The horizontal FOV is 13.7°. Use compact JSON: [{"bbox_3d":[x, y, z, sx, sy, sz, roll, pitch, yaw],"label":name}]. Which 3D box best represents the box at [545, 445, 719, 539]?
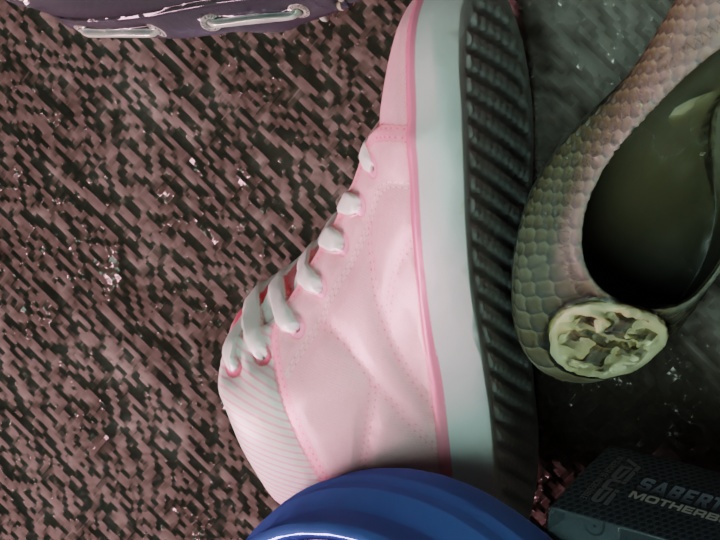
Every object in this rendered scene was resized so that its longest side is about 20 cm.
[{"bbox_3d":[0.132,0.167,0.922,0.157,0.051,0.201,14,118,26],"label":"box"}]

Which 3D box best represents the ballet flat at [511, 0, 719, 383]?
[{"bbox_3d":[0.102,-0.038,0.888,0.067,0.046,0.200,12,125,-26],"label":"ballet flat"}]

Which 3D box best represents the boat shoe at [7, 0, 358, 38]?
[{"bbox_3d":[-0.027,-0.110,0.941,0.199,0.073,0.063,-4,154,24],"label":"boat shoe"}]

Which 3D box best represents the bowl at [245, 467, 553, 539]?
[{"bbox_3d":[0.021,0.162,0.941,0.200,0.039,0.201,21,122,38],"label":"bowl"}]

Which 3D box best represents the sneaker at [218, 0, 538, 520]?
[{"bbox_3d":[0.000,0.000,0.954,0.104,0.075,0.201,7,120,19],"label":"sneaker"}]
